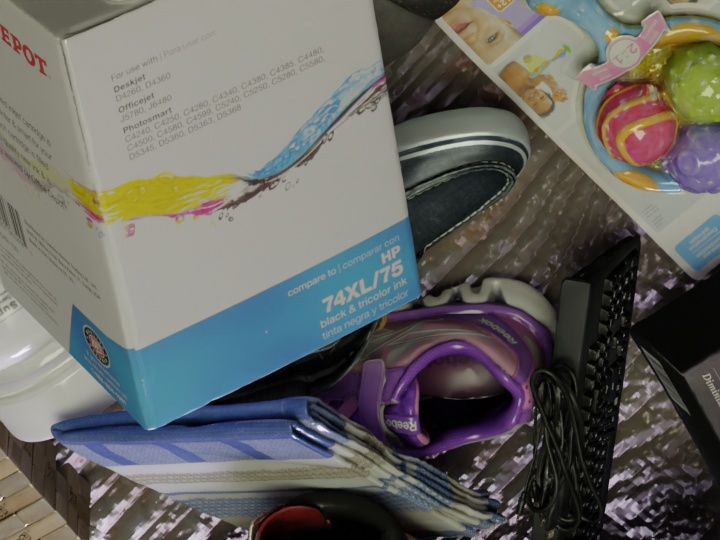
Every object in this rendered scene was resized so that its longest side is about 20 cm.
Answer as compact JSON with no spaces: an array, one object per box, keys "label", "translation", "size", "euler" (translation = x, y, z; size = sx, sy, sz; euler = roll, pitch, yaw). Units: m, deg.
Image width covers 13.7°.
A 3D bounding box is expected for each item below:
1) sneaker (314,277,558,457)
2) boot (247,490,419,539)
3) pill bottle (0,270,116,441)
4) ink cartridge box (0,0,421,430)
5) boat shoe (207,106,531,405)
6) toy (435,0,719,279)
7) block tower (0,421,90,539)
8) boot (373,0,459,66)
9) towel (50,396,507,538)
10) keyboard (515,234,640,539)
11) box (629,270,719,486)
[{"label":"sneaker","translation":[0.002,0.059,1.485],"size":[0.200,0.089,0.081],"euler":[-10,118,5]},{"label":"boot","translation":[-0.055,0.151,1.486],"size":[0.200,0.073,0.144],"euler":[-9,156,24]},{"label":"pill bottle","translation":[-0.186,-0.022,1.427],"size":[0.113,0.113,0.200],"euler":[-30,114,14]},{"label":"ink cartridge box","translation":[-0.082,-0.070,1.294],"size":[0.146,0.147,0.200],"euler":[-26,128,-21]},{"label":"boat shoe","translation":[0.000,0.000,1.444],"size":[0.200,0.091,0.071],"euler":[-25,146,16]},{"label":"toy","translation":[0.142,-0.085,1.437],"size":[0.115,0.047,0.200],"euler":[-39,110,19]},{"label":"block tower","translation":[-0.208,0.076,1.499],"size":[0.054,0.058,0.200],"euler":[-29,121,14]},{"label":"boot","translation":[-0.061,-0.138,1.395],"size":[0.200,0.070,0.132],"euler":[37,112,-18]},{"label":"towel","translation":[-0.037,0.098,1.457],"size":[0.147,0.024,0.200],"euler":[-5,159,31]},{"label":"keyboard","translation":[0.117,0.089,1.493],"size":[0.040,0.104,0.200],"euler":[18,120,27]},{"label":"box","translation":[0.247,0.079,1.485],"size":[0.141,0.079,0.200],"euler":[-34,113,-5]}]
